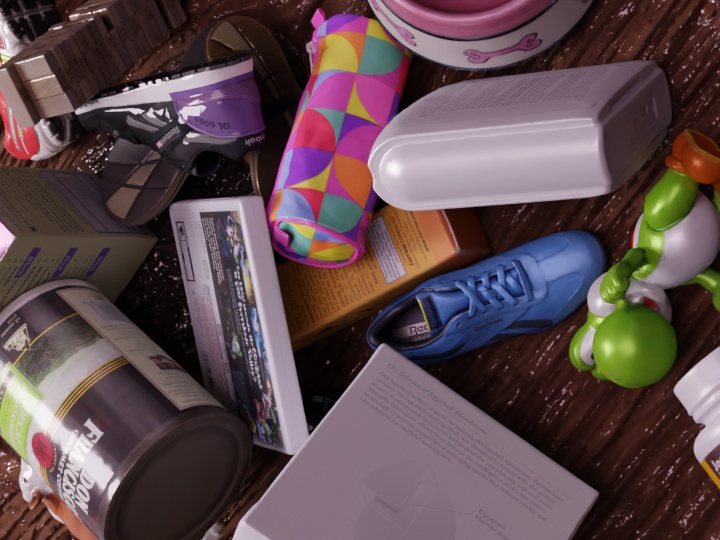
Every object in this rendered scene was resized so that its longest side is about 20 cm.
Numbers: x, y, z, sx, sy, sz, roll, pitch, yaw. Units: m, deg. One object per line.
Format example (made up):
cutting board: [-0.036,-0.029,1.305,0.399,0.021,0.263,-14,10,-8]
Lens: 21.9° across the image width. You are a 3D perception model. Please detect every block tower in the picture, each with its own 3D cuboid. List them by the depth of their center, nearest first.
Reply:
block tower: [-0.216,-0.189,1.531,0.058,0.200,0.054,-9,117,36]

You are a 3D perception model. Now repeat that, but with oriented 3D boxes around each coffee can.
coffee can: [-0.205,0.120,1.506,0.200,0.146,0.147,39,108,33]

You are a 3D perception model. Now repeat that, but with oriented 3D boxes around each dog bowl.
dog bowl: [0.087,-0.256,1.404,0.199,0.074,0.201,-2,81,13]

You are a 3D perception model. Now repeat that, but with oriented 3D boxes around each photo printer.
photo printer: [0.112,-0.099,1.375,0.199,0.166,0.070,-4,109,27]

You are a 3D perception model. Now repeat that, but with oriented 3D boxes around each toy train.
toy train: [0.038,0.131,1.493,0.199,0.034,0.046,14,87,27]

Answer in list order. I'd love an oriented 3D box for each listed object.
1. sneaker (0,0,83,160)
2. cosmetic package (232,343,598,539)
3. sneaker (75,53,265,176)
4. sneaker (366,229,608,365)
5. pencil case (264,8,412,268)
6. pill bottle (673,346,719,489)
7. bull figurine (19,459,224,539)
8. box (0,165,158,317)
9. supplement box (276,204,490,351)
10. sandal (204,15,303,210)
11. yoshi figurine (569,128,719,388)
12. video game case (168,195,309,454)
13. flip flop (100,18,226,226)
sneaker: [-0.315,-0.192,1.649,0.085,0.077,0.201,-22,80,32]
cosmetic package: [0.033,0.200,1.365,0.199,0.200,0.123,35,143,8]
sneaker: [-0.156,-0.113,1.498,0.200,0.076,0.088,-5,105,47]
sneaker: [0.096,0.024,1.434,0.200,0.078,0.066,-24,78,25]
pencil case: [-0.018,-0.103,1.450,0.088,0.088,0.201,-1,63,28]
pill bottle: [0.310,0.141,1.304,0.109,0.109,0.200,-43,72,22]
bull figurine: [-0.210,0.205,1.605,0.200,0.065,0.122,46,109,20]
box: [-0.301,0.008,1.572,0.097,0.200,0.176,44,110,22]
supplement box: [0.000,0.000,1.490,0.200,0.066,0.069,-30,78,24]
sandal: [-0.072,-0.111,1.524,0.080,0.054,0.201,-24,87,-19]
yoshi figurine: [0.225,0.007,1.351,0.112,0.112,0.200,35,110,16]
video game case: [-0.099,0.041,1.492,0.182,0.023,0.201,-177,76,-67]
flip flop: [-0.145,-0.120,1.573,0.081,0.058,0.200,33,91,34]
